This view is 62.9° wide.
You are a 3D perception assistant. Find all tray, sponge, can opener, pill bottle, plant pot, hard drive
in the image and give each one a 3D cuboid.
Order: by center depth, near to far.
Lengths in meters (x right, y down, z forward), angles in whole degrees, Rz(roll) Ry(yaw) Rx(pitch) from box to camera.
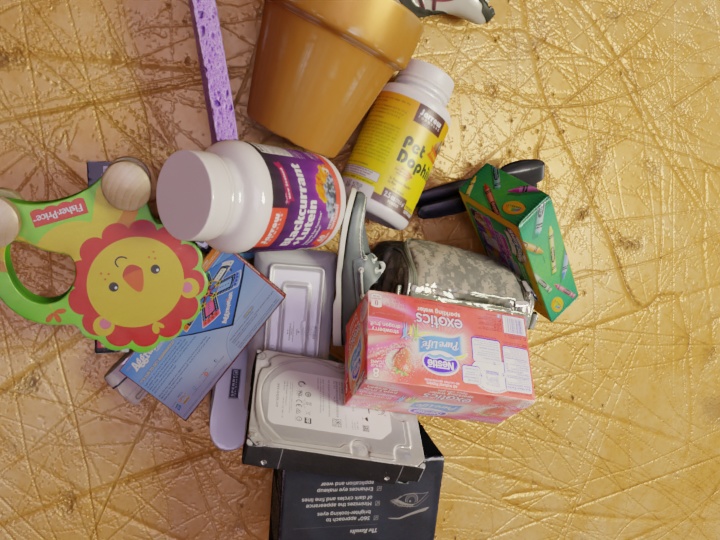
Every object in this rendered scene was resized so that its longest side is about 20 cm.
[{"bbox_3d":[-0.111,-0.076,0.626,0.198,0.109,0.115,-7,101,-56],"label":"pill bottle"},{"bbox_3d":[-0.030,0.163,0.666,0.194,0.141,0.039,13,124,-12],"label":"hard drive"},{"bbox_3d":[-0.179,-0.251,0.704,0.029,0.111,0.207,-10,98,-14],"label":"sponge"},{"bbox_3d":[-0.049,-0.250,0.710,0.196,0.201,0.187,23,106,-16],"label":"plant pot"},{"bbox_3d":[-0.085,0.076,0.730,0.104,0.022,0.207,4,93,-16],"label":"tray"},{"bbox_3d":[0.050,-0.166,0.777,0.107,0.109,0.205,23,90,-16],"label":"pill bottle"},{"bbox_3d":[0.166,-0.114,0.844,0.194,0.064,0.080,-13,126,-4],"label":"can opener"}]

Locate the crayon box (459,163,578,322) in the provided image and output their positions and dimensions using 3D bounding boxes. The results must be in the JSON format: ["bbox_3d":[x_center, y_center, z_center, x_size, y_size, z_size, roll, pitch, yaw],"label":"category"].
[{"bbox_3d":[0.216,-0.034,0.794,0.058,0.119,0.201,-39,132,-7],"label":"crayon box"}]

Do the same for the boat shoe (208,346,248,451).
[{"bbox_3d":[-0.163,0.130,0.775,0.070,0.068,0.206,9,74,-20],"label":"boat shoe"}]

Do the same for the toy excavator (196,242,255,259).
[{"bbox_3d":[-0.139,-0.046,0.754,0.194,0.099,0.201,2,97,-24],"label":"toy excavator"}]

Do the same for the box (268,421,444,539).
[{"bbox_3d":[-0.013,0.300,0.730,0.190,0.117,0.207,3,101,-14],"label":"box"}]

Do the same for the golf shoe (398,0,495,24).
[{"bbox_3d":[0.086,-0.371,0.794,0.195,0.078,0.090,22,110,-14],"label":"golf shoe"}]

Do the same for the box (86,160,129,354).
[{"bbox_3d":[-0.286,-0.020,0.687,0.039,0.137,0.207,-1,96,-16],"label":"box"}]

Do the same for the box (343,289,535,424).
[{"bbox_3d":[0.085,0.103,0.663,0.194,0.095,0.105,9,58,-15],"label":"box"}]

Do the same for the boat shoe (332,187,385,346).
[{"bbox_3d":[0.000,0.000,0.734,0.060,0.073,0.206,5,109,0],"label":"boat shoe"}]

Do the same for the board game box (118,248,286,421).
[{"bbox_3d":[-0.188,0.073,0.701,0.102,0.019,0.201,39,99,-12],"label":"board game box"}]

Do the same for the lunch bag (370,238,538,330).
[{"bbox_3d":[0.115,0.039,0.788,0.194,0.167,0.144,11,94,-16],"label":"lunch bag"}]

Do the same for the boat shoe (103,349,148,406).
[{"bbox_3d":[-0.231,0.092,0.749,0.199,0.072,0.066,-42,105,-6],"label":"boat shoe"}]

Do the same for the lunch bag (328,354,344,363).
[{"bbox_3d":[-0.049,0.206,0.806,0.197,0.082,0.164,29,87,-16],"label":"lunch bag"}]

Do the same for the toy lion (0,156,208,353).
[{"bbox_3d":[-0.262,-0.004,0.597,0.195,0.068,0.197,-17,109,-17],"label":"toy lion"}]
